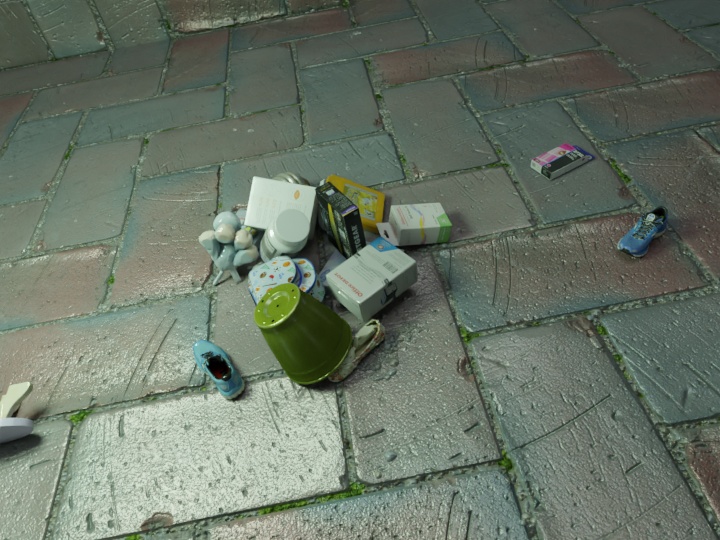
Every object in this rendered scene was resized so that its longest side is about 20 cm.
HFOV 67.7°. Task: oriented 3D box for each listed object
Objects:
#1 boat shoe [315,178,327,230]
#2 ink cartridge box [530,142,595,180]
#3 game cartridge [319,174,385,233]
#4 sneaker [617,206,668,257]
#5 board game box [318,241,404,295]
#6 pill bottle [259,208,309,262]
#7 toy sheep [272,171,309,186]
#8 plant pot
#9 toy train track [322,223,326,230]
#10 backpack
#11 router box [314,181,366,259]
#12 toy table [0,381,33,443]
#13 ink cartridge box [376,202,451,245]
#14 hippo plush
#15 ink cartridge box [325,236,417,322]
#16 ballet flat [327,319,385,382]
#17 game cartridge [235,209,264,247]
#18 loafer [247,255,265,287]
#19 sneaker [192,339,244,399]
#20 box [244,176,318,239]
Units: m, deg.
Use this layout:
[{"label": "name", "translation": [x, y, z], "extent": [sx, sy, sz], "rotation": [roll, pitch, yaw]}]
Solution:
[{"label": "boat shoe", "translation": [-0.127, -0.206, 1.747], "extent": [0.068, 0.072, 0.201], "rotation": [-26, 53, 32]}, {"label": "ink cartridge box", "translation": [0.674, -0.370, 1.782], "extent": [0.199, 0.037, 0.095], "rotation": [-25, 48, -17]}, {"label": "game cartridge", "translation": [-0.022, -0.215, 1.695], "extent": [0.199, 0.032, 0.177], "rotation": [20, 46, -13]}, {"label": "sneaker", "translation": [0.780, -0.114, 1.479], "extent": [0.200, 0.089, 0.078], "rotation": [-39, 51, -25]}, {"label": "board game box", "translation": [0.000, 0.000, 1.540], "extent": [0.198, 0.044, 0.200], "rotation": [15, 51, 22]}, {"label": "pill bottle", "translation": [-0.210, -0.088, 1.489], "extent": [0.113, 0.200, 0.115], "rotation": [7, 70, -19]}, {"label": "toy sheep", "translation": [-0.244, -0.257, 1.769], "extent": [0.137, 0.139, 0.200], "rotation": [26, 37, 30]}, {"label": "plant pot", "translation": [-0.151, 0.136, 1.293], "extent": [0.199, 0.193, 0.201], "rotation": [-20, 41, 19]}, {"label": "toy train track", "translation": [-0.073, -0.171, 1.708], "extent": [0.032, 0.115, 0.200], "rotation": [-33, 18, 37]}, {"label": "backpack", "translation": [-0.198, 0.049, 1.443], "extent": [0.190, 0.155, 0.200], "rotation": [-26, 48, -8]}, {"label": "router box", "translation": [-0.050, -0.126, 1.499], "extent": [0.052, 0.201, 0.157], "rotation": [-30, 48, -16]}, {"label": "toy table", "translation": [-0.891, 0.343, 1.290], "extent": [0.199, 0.184, 0.118], "rotation": [-6, 61, -13]}, {"label": "ink cartridge box", "translation": [0.157, -0.138, 1.598], "extent": [0.199, 0.068, 0.118], "rotation": [-6, 45, -14]}, {"label": "hippo plush", "translation": [-0.372, -0.087, 1.592], "extent": [0.158, 0.201, 0.161], "rotation": [-4, 39, 5]}, {"label": "ink cartridge box", "translation": [0.031, 0.020, 1.427], "extent": [0.200, 0.086, 0.146], "rotation": [-37, 52, -21]}, {"label": "ballet flat", "translation": [-0.015, 0.192, 1.346], "extent": [0.075, 0.064, 0.200], "rotation": [29, 58, 31]}, {"label": "game cartridge", "translation": [-0.367, -0.122, 1.727], "extent": [0.132, 0.041, 0.201], "rotation": [9, 49, 13]}, {"label": "loafer", "translation": [-0.274, -0.018, 1.595], "extent": [0.070, 0.070, 0.201], "rotation": [32, 66, -7]}, {"label": "sneaker", "translation": [-0.362, 0.230, 1.352], "extent": [0.078, 0.090, 0.200], "rotation": [-37, 50, -24]}, {"label": "box", "translation": [-0.235, -0.188, 1.644], "extent": [0.199, 0.106, 0.153], "rotation": [11, 88, 3]}]
